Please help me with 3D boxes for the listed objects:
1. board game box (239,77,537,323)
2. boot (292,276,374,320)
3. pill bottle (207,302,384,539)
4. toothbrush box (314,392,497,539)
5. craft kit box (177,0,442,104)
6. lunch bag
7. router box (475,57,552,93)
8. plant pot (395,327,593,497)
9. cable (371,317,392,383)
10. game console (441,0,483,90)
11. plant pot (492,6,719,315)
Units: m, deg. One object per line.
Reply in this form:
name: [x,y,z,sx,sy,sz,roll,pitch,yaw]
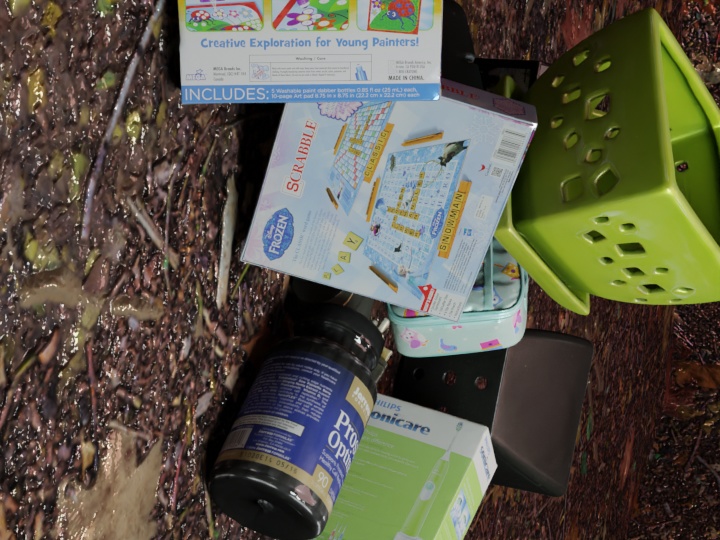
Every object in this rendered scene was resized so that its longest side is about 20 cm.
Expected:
board game box: [0.020,-0.071,1.092,0.041,0.199,0.201,-83,-169,-60]
boot: [0.000,0.000,1.331,0.200,0.077,0.139,-51,150,-30]
pill bottle: [-0.051,0.131,1.181,0.112,0.111,0.200,73,33,-48]
toothbrush box: [0.035,0.243,1.369,0.200,0.145,0.086,-61,151,-29]
craft kit box: [-0.038,-0.225,0.968,0.049,0.199,0.198,-102,-167,-67]
lunch bag: [0.108,-0.004,1.429,0.077,0.160,0.200,73,15,-46]
router box: [0.104,-0.144,1.349,0.051,0.200,0.150,3,96,-49]
plant pot: [0.146,0.152,1.604,0.177,0.199,0.201,28,72,-55]
cable: [-0.029,0.139,1.362,0.200,0.050,0.097,-52,177,-28]
game console: [0.002,-0.146,1.187,0.199,0.116,0.177,-4,75,-29]
plant pot: [0.221,-0.081,1.174,0.200,0.181,0.200,41,43,-46]
